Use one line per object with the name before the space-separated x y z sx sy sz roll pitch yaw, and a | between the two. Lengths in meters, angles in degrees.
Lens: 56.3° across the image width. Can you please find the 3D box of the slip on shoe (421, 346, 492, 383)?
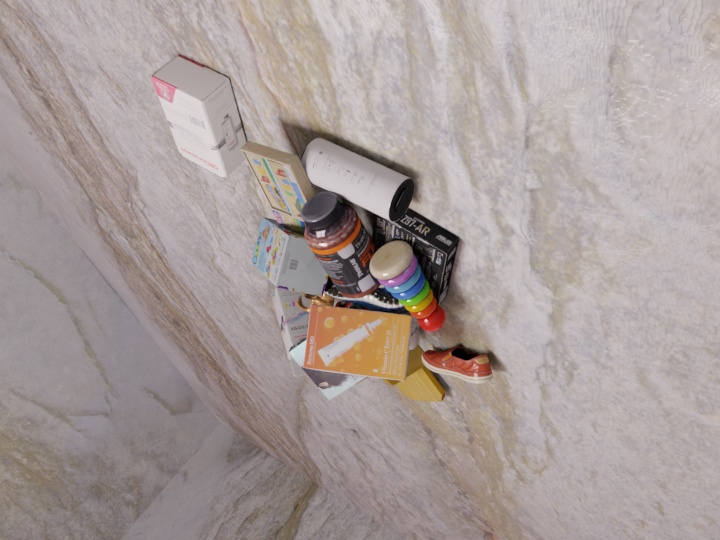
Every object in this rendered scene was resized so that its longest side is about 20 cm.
slip on shoe | 0.204 0.191 1.439 0.199 0.073 0.062 7 104 58

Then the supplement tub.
supplement tub | -0.034 -0.047 1.223 0.106 0.107 0.201 17 151 40

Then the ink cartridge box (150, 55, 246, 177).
ink cartridge box | -0.319 -0.307 1.356 0.146 0.083 0.201 29 150 24

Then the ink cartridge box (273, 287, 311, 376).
ink cartridge box | -0.120 0.130 1.540 0.068 0.114 0.202 110 146 -53

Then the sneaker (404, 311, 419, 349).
sneaker | 0.107 0.109 1.423 0.115 0.074 0.201 19 145 43

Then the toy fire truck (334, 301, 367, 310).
toy fire truck | -0.004 0.133 1.527 0.198 0.142 0.049 -2 132 40

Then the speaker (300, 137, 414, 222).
speaker | -0.007 -0.158 1.164 0.199 0.081 0.082 27 151 25

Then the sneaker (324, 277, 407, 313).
sneaker | 0.009 0.050 1.344 0.198 0.079 0.089 16 153 21

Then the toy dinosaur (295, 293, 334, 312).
toy dinosaur | -0.077 0.070 1.421 0.105 0.060 0.203 6 111 16

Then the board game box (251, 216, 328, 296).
board game box | -0.140 -0.032 1.371 0.102 0.106 0.200 12 -170 -26

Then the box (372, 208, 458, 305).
box | 0.096 -0.027 1.265 0.159 0.044 0.201 32 152 19

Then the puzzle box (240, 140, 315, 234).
puzzle box | -0.135 -0.144 1.249 0.132 0.025 0.201 23 151 36

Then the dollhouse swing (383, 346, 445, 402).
dollhouse swing | 0.073 0.274 1.630 0.199 0.181 0.178 -14 101 58

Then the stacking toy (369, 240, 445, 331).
stacking toy | 0.096 0.042 1.237 0.085 0.086 0.201 10 144 47

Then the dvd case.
dvd case | -0.038 0.175 1.431 0.199 0.022 0.146 -35 100 23

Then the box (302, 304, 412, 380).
box | -0.002 0.142 1.319 0.197 0.126 0.098 6 171 6

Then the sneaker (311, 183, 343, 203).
sneaker | -0.086 -0.112 1.327 0.089 0.075 0.200 59 153 6
